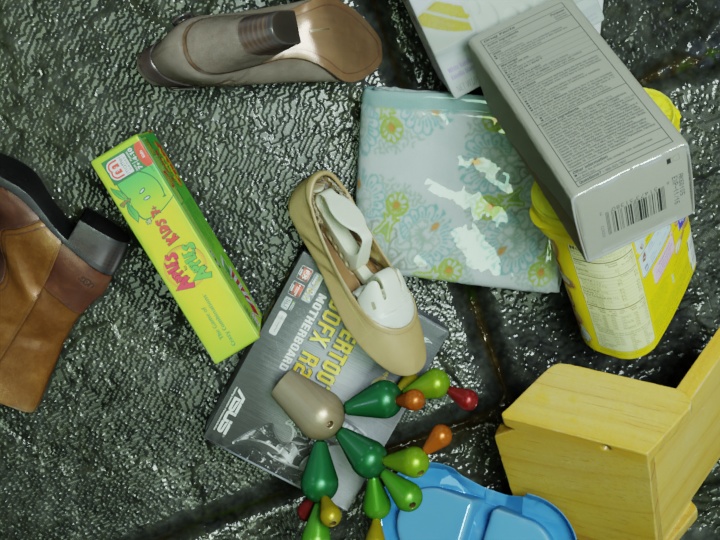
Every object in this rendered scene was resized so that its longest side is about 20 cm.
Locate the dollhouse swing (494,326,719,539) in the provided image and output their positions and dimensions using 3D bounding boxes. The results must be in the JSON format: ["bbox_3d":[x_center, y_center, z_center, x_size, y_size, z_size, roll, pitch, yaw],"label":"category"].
[{"bbox_3d":[0.246,0.135,0.977,0.180,0.201,0.177,12,56,28],"label":"dollhouse swing"}]

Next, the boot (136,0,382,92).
[{"bbox_3d":[-0.090,-0.189,0.925,0.145,0.199,0.071,-8,87,32],"label":"boot"}]

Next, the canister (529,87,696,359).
[{"bbox_3d":[0.225,-0.034,0.915,0.149,0.086,0.201,-56,142,-23],"label":"canister"}]

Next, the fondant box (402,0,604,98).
[{"bbox_3d":[0.095,-0.264,0.867,0.143,0.058,0.201,-27,119,5],"label":"fondant box"}]

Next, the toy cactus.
[{"bbox_3d":[-0.005,0.149,0.953,0.165,0.102,0.201,39,97,8],"label":"toy cactus"}]

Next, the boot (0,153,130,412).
[{"bbox_3d":[-0.334,0.007,0.969,0.187,0.069,0.201,31,103,-16],"label":"boot"}]

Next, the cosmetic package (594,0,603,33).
[{"bbox_3d":[0.176,-0.241,0.958,0.082,0.051,0.202,2,99,-5],"label":"cosmetic package"}]

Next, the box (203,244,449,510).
[{"bbox_3d":[-0.034,0.101,1.001,0.158,0.048,0.201,29,96,-8],"label":"box"}]

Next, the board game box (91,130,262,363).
[{"bbox_3d":[-0.158,-0.024,0.943,0.047,0.102,0.201,-30,100,1],"label":"board game box"}]

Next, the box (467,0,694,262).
[{"bbox_3d":[0.165,-0.115,0.815,0.094,0.201,0.078,-24,139,3],"label":"box"}]

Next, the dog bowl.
[{"bbox_3d":[0.110,0.252,0.992,0.198,0.050,0.112,15,80,24],"label":"dog bowl"}]

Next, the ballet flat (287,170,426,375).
[{"bbox_3d":[0.000,0.000,0.932,0.068,0.063,0.201,-27,77,-33],"label":"ballet flat"}]

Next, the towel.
[{"bbox_3d":[0.092,-0.073,0.952,0.198,0.048,0.173,7,104,13],"label":"towel"}]
